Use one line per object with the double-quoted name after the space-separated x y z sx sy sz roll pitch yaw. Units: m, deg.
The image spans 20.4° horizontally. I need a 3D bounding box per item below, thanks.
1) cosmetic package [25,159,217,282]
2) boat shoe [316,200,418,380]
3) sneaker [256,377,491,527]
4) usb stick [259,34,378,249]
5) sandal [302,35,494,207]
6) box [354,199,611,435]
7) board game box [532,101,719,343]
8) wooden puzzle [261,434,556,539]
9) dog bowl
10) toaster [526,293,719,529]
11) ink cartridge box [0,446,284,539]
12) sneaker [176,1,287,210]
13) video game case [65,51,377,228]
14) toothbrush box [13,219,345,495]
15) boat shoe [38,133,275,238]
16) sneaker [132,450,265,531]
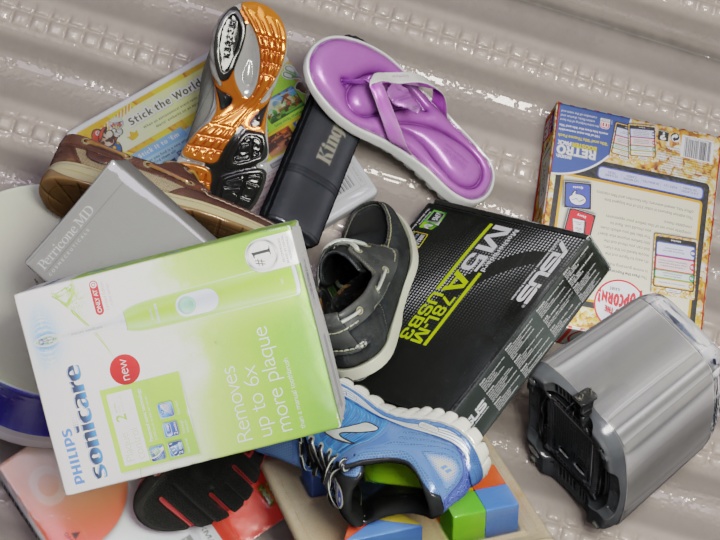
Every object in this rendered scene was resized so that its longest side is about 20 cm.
-0.138 0.018 1.488 0.200 0.090 0.107 39 92 -4 "cosmetic package"
0.000 0.000 1.607 0.068 0.072 0.200 54 27 -27 "boat shoe"
-0.008 0.135 1.482 0.199 0.079 0.089 9 39 31 "sneaker"
-0.030 -0.108 1.672 0.055 0.033 0.201 26 63 -9 "usb stick"
0.042 -0.133 1.676 0.202 0.050 0.083 36 58 -21 "sandal"
0.070 0.040 1.596 0.200 0.193 0.048 -50 124 -18 "box"
0.222 -0.031 1.705 0.151 0.046 0.201 12 71 -5 "board game box"
0.033 0.169 1.542 0.184 0.200 0.047 -10 118 -16 "wooden puzzle"
-0.241 0.034 1.570 0.199 0.079 0.201 9 56 -13 "dog bowl"
0.209 0.105 1.583 0.129 0.200 0.114 -36 61 -16 "toaster"
-0.161 0.171 1.584 0.200 0.050 0.162 -34 81 -13 "ink cartridge box"
-0.107 -0.121 1.652 0.075 0.092 0.201 17 95 -9 "sneaker"
-0.116 -0.088 1.686 0.200 0.023 0.182 -31 80 -15 "video game case"
-0.123 0.059 1.406 0.199 0.086 0.146 -13 93 4 "toothbrush box"
-0.148 -0.057 1.574 0.199 0.072 0.072 17 52 -3 "boat shoe"
-0.108 0.124 1.583 0.200 0.087 0.074 -46 123 -16 "sneaker"
